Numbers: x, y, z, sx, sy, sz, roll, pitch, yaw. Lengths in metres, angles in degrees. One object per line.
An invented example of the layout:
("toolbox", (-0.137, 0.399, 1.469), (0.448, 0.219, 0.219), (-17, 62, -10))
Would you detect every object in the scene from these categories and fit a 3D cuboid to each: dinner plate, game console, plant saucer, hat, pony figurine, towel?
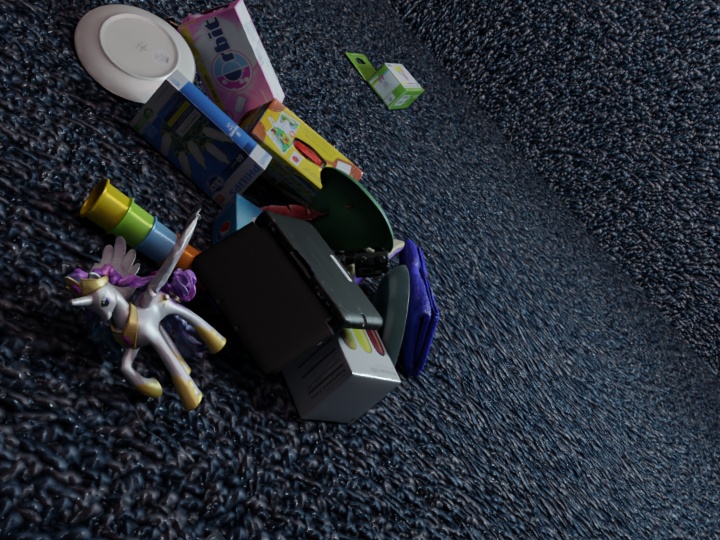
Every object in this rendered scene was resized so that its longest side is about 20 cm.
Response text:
("dinner plate", (-0.359, -0.356, 1.452), (0.199, 0.024, 0.202), (17, 55, -25))
("game console", (-0.095, 0.030, 1.205), (0.201, 0.116, 0.175), (53, 19, 22))
("plant saucer", (0.033, 0.088, 1.363), (0.027, 0.201, 0.201), (13, 33, -9))
("hat", (-0.074, -0.050, 1.414), (0.199, 0.176, 0.166), (32, -26, 45))
("pony figurine", (-0.241, 0.039, 1.031), (0.201, 0.165, 0.194), (54, 28, -24))
("towel", (0.094, 0.063, 1.545), (0.049, 0.149, 0.201), (1, 39, -6))

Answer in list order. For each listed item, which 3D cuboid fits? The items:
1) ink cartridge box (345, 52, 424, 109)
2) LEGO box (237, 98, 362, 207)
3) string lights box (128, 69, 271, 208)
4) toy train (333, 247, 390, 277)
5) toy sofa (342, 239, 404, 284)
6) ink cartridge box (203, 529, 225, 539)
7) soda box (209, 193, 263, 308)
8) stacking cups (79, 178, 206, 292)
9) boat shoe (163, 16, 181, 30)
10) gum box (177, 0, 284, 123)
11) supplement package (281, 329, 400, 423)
("ink cartridge box", (0.066, -0.544, 2.477), (0.201, 0.076, 0.148), (52, 24, 5))
("LEGO box", (-0.117, -0.193, 1.547), (0.200, 0.078, 0.149), (38, -17, -22))
("string lights box", (-0.248, -0.202, 1.405), (0.200, 0.103, 0.059), (42, 24, -13))
("toy train", (-0.052, -0.004, 1.384), (0.034, 0.198, 0.046), (-82, 166, -58))
("toy sofa", (0.000, 0.000, 1.502), (0.097, 0.084, 0.200), (15, 20, 13))
("ink cartridge box", (-0.161, 0.332, 0.835), (0.100, 0.039, 0.200), (50, 25, 3))
("soda box", (-0.173, -0.020, 1.307), (0.068, 0.064, 0.201), (33, 29, -29))
("stacking cups", (-0.271, -0.040, 1.189), (0.200, 0.060, 0.061), (38, 25, -30))
("boat shoe", (-0.338, -0.406, 1.595), (0.072, 0.072, 0.201), (40, 25, -18))
("gum box", (-0.227, -0.367, 1.581), (0.066, 0.112, 0.201), (-81, 151, -60))
("supplement package", (-0.048, 0.101, 1.278), (0.113, 0.109, 0.201), (16, 39, -49))
